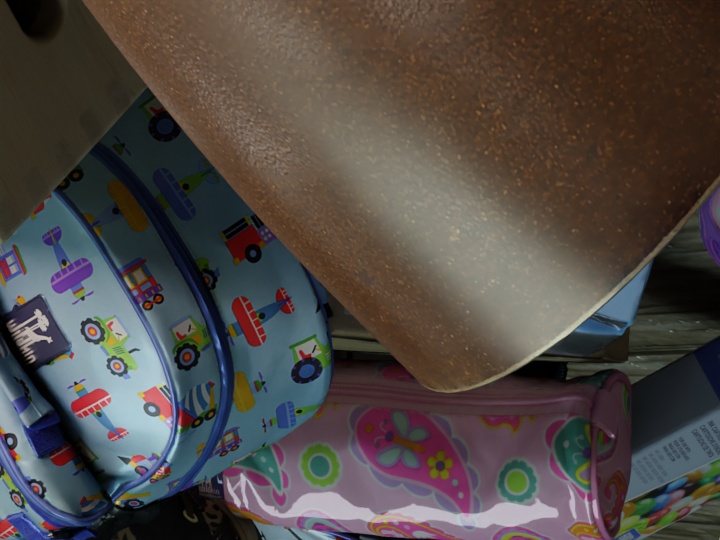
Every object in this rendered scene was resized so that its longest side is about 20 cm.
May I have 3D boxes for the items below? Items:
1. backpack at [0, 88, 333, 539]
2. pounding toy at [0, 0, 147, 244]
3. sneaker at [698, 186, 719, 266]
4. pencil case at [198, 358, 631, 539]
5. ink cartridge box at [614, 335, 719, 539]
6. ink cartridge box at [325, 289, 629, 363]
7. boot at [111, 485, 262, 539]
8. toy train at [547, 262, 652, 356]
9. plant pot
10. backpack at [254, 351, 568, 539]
[{"bbox_3d":[-0.111,0.017,1.062,0.200,0.134,0.183,-23,96,54],"label":"backpack"},{"bbox_3d":[-0.175,-0.106,0.975,0.184,0.142,0.200,9,139,40],"label":"pounding toy"},{"bbox_3d":[0.170,-0.009,0.999,0.080,0.089,0.200,19,170,-8],"label":"sneaker"},{"bbox_3d":[0.028,0.081,1.238,0.199,0.088,0.087,4,164,19],"label":"pencil case"},{"bbox_3d":[0.147,0.091,1.308,0.042,0.200,0.119,61,-173,26],"label":"ink cartridge box"},{"bbox_3d":[0.000,0.000,1.205,0.199,0.075,0.164,7,175,-40],"label":"ink cartridge box"},{"bbox_3d":[-0.152,0.091,1.240,0.203,0.074,0.154,36,-171,20],"label":"boot"},{"bbox_3d":[0.069,-0.022,1.034,0.086,0.115,0.200,21,168,-5],"label":"toy train"},{"bbox_3d":[-0.003,-0.102,0.691,0.200,0.187,0.187,37,164,-14],"label":"plant pot"},{"bbox_3d":[0.007,0.092,1.425,0.199,0.191,0.154,17,135,7],"label":"backpack"}]
